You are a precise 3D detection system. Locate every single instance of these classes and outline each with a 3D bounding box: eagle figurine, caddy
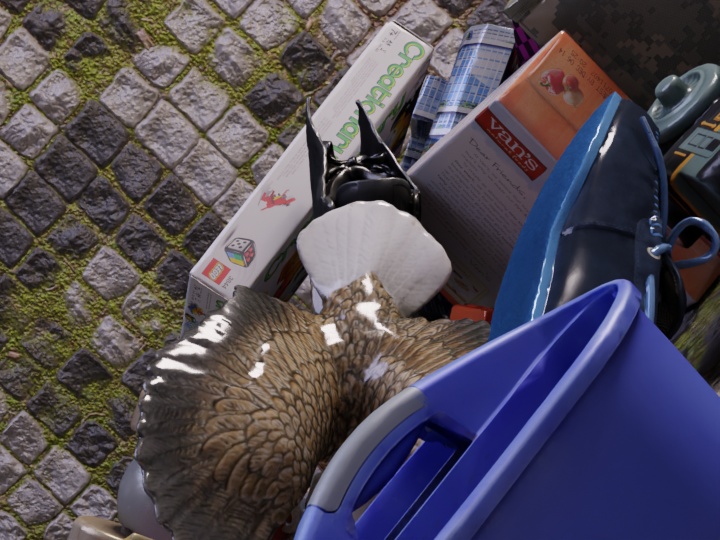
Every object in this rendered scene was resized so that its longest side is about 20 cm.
[{"bbox_3d":[-0.003,0.064,0.855,0.151,0.151,0.200,-38,3,1],"label":"eagle figurine"},{"bbox_3d":[0.034,0.087,0.633,0.200,0.105,0.141,-48,3,-31],"label":"caddy"}]

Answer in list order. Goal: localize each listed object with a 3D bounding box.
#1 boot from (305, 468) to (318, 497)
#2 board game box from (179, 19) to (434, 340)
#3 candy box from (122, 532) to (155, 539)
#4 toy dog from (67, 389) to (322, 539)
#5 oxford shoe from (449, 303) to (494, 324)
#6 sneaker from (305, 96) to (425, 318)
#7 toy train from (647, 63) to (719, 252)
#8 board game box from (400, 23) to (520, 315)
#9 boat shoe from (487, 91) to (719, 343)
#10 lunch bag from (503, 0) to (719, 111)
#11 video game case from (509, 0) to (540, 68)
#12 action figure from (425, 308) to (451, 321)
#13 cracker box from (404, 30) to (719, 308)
[{"bbox_3d":[-0.033,0.083,1.189,0.076,0.200,0.074,-49,-42,2],"label":"boot"},{"bbox_3d":[-0.033,-0.035,1.166,0.200,0.035,0.126,-54,-8,-25],"label":"board game box"},{"bbox_3d":[-0.074,0.169,0.896,0.200,0.116,0.057,141,148,-69],"label":"candy box"},{"bbox_3d":[-0.045,0.124,1.007,0.199,0.096,0.133,-5,-68,-44],"label":"toy dog"},{"bbox_3d":[0.085,0.060,0.912,0.200,0.071,0.073,-161,82,-79],"label":"oxford shoe"},{"bbox_3d":[0.003,0.000,1.026,0.200,0.060,0.105,-109,19,-59],"label":"sneaker"},{"bbox_3d":[0.204,-0.083,0.875,0.200,0.085,0.114,-44,15,0],"label":"toy train"},{"bbox_3d":[0.070,-0.069,1.313,0.200,0.061,0.201,70,-143,-64],"label":"board game box"},{"bbox_3d":[0.092,0.014,0.804,0.084,0.068,0.201,-57,9,50],"label":"boat shoe"},{"bbox_3d":[0.196,-0.150,1.000,0.200,0.164,0.118,-44,6,22],"label":"lunch bag"},{"bbox_3d":[0.177,-0.153,1.263,0.181,0.036,0.200,-34,-34,-12],"label":"video game case"},{"bbox_3d":[0.006,0.075,1.260,0.199,0.103,0.119,-13,6,41],"label":"action figure"},{"bbox_3d":[0.095,-0.025,1.039,0.058,0.134,0.200,-46,3,-22],"label":"cracker box"}]
